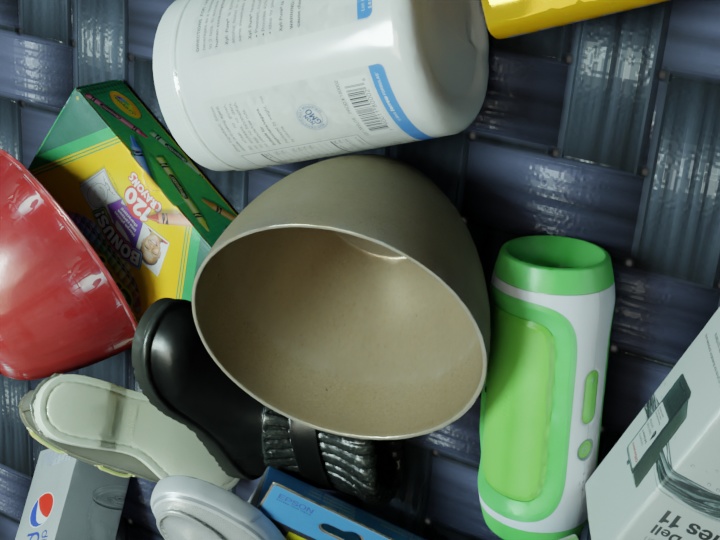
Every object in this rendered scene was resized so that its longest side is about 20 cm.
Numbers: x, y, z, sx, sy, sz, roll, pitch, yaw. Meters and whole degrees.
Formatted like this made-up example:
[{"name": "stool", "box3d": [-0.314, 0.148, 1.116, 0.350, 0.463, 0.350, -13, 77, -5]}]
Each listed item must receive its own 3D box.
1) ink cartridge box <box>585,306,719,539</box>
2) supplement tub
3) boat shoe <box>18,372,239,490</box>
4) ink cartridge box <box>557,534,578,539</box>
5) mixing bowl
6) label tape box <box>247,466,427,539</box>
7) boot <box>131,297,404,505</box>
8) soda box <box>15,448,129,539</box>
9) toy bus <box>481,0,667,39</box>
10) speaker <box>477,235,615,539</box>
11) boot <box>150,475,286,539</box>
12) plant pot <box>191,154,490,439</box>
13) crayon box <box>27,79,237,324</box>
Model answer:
[{"name": "ink cartridge box", "box3d": [0.248, 0.118, 0.649, 0.145, 0.083, 0.202, 25, 120, -5]}, {"name": "supplement tub", "box3d": [-0.025, -0.143, 0.719, 0.197, 0.132, 0.134, -5, 104, 31]}, {"name": "boat shoe", "box3d": [-0.188, 0.138, 0.899, 0.060, 0.200, 0.073, -13, 58, 48]}, {"name": "ink cartridge box", "box3d": [0.097, 0.244, 0.750, 0.102, 0.201, 0.060, -17, 69, -7]}, {"name": "mixing bowl", "box3d": [-0.282, 0.014, 0.876, 0.200, 0.108, 0.201, 42, 156, 23]}, {"name": "label tape box", "box3d": [-0.026, 0.221, 0.831, 0.143, 0.064, 0.201, 26, 133, -4]}, {"name": "boot", "box3d": [-0.063, 0.099, 0.819, 0.156, 0.080, 0.212, 3, 145, 33]}, {"name": "soda box", "box3d": [-0.268, 0.259, 0.958, 0.063, 0.202, 0.068, -20, 137, 33]}, {"name": "toy bus", "box3d": [0.171, -0.189, 0.620, 0.197, 0.078, 0.066, -7, 103, 32]}, {"name": "speaker", "box3d": [0.125, 0.083, 0.734, 0.087, 0.088, 0.203, 11, 112, 26]}, {"name": "boot", "box3d": [-0.084, 0.239, 0.757, 0.073, 0.096, 0.200, -27, 116, 36]}, {"name": "plant pot", "box3d": [0.000, 0.000, 0.734, 0.197, 0.135, 0.202, 10, 136, 10]}, {"name": "crayon box", "box3d": [-0.181, -0.042, 0.885, 0.200, 0.058, 0.119, 48, 123, 8]}]
